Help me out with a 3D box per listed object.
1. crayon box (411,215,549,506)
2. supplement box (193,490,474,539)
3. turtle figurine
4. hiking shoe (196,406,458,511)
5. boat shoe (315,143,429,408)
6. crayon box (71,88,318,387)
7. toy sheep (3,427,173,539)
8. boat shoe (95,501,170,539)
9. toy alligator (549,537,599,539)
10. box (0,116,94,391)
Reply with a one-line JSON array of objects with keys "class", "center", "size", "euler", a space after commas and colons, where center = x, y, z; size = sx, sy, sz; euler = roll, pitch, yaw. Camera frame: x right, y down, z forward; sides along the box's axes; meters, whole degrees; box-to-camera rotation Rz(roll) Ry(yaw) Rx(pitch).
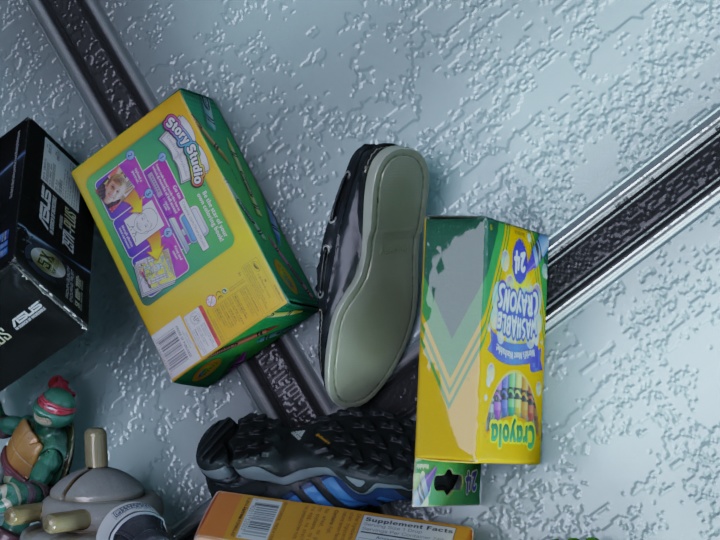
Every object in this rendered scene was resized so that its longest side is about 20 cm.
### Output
[{"class": "crayon box", "center": [0.087, 0.068, 1.522], "size": [0.051, 0.126, 0.202], "euler": [1, 86, 25]}, {"class": "supplement box", "center": [-0.018, 0.216, 1.556], "size": [0.198, 0.069, 0.067], "euler": [9, 120, 12]}, {"class": "turtle figurine", "center": [-0.275, 0.156, 1.702], "size": [0.201, 0.100, 0.150], "euler": [-67, 27, 20]}, {"class": "hiking shoe", "center": [-0.021, 0.155, 1.605], "size": [0.198, 0.075, 0.087], "euler": [3, 130, 15]}, {"class": "boat shoe", "center": [-0.002, 0.000, 1.607], "size": [0.066, 0.074, 0.201], "euler": [25, 112, 52]}, {"class": "crayon box", "center": [-0.130, -0.025, 1.675], "size": [0.118, 0.058, 0.201], "euler": [-34, 71, 19]}, {"class": "toy sheep", "center": [-0.204, 0.222, 1.645], "size": [0.137, 0.138, 0.202], "euler": [6, 96, 26]}, {"class": "boat shoe", "center": [-0.150, 0.268, 1.574], "size": [0.068, 0.071, 0.202], "euler": [38, 136, 51]}, {"class": "toy alligator", "center": [0.178, 0.211, 1.506], "size": [0.198, 0.060, 0.054], "euler": [-7, 41, 25]}, {"class": "box", "center": [-0.296, 0.002, 1.681], "size": [0.163, 0.086, 0.201], "euler": [-34, 32, 20]}]
